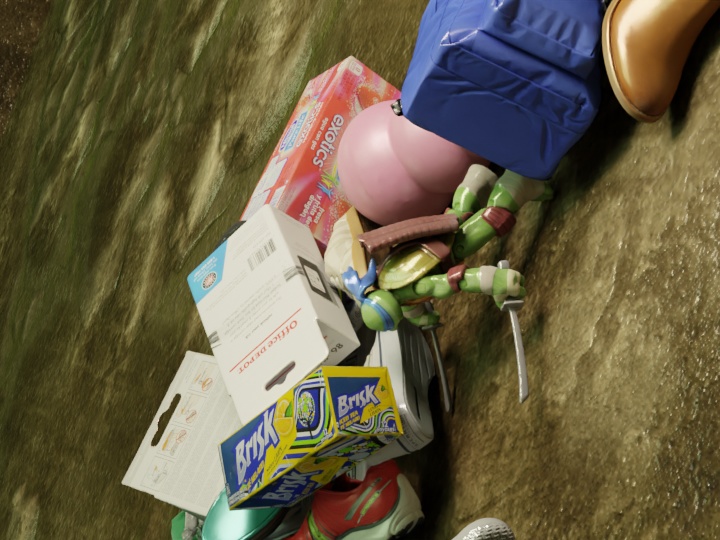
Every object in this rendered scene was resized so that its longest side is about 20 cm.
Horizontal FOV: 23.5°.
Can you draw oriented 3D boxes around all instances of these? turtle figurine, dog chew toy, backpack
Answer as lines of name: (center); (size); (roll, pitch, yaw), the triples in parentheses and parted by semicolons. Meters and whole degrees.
turtle figurine: (0.099, 0.010, 1.514); (0.194, 0.199, 0.144); (-52, -11, -20)
dog chew toy: (0.069, -0.122, 1.633); (0.200, 0.124, 0.125); (-31, 43, 42)
backpack: (0.142, -0.205, 1.489); (0.168, 0.162, 0.201); (-52, 16, 38)

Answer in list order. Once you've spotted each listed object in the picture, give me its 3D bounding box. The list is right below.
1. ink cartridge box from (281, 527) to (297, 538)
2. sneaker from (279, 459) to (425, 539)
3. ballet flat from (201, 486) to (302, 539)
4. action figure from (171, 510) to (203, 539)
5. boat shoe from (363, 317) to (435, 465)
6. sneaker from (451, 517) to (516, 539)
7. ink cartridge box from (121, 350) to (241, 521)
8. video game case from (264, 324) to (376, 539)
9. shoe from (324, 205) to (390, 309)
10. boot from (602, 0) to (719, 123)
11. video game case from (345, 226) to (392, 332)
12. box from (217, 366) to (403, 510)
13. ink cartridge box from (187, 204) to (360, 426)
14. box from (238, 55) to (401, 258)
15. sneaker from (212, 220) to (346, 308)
ink cartridge box: (-0.079, 0.217, 1.751); (0.200, 0.043, 0.197); (-49, 30, 39)
sneaker: (-0.020, 0.221, 1.562); (0.200, 0.077, 0.085); (-31, 78, 41)
ballet flat: (-0.075, 0.194, 1.623); (0.068, 0.069, 0.201); (25, 70, 28)
action figure: (-0.169, 0.308, 1.854); (0.118, 0.054, 0.201); (-50, 34, 29)
boat shoe: (0.022, 0.100, 1.550); (0.067, 0.074, 0.200); (-30, 20, 15)
sneaker: (0.053, 0.254, 1.410); (0.201, 0.075, 0.115); (-60, 28, 26)
ink cartridge box: (-0.142, 0.171, 1.739); (0.199, 0.050, 0.162); (6, 65, 54)
video game case: (-0.056, 0.166, 1.702); (0.182, 0.022, 0.201); (-27, 43, 31)
shoe: (0.000, 0.000, 1.628); (0.053, 0.070, 0.200); (-39, 19, 12)
boot: (0.270, -0.223, 1.355); (0.154, 0.073, 0.201); (-17, 58, 55)
video game case: (-0.034, 0.031, 1.757); (0.182, 0.024, 0.200); (-53, 20, -19)
box: (-0.048, 0.147, 1.489); (0.200, 0.070, 0.065); (-40, 56, 50)
ink cartridge box: (-0.077, 0.051, 1.601); (0.116, 0.067, 0.201); (-41, 46, 18)
box: (-0.035, -0.109, 1.812); (0.102, 0.094, 0.201); (-20, 40, 58)
sneaker: (-0.066, 0.008, 1.725); (0.074, 0.081, 0.200); (-58, 39, 2)
